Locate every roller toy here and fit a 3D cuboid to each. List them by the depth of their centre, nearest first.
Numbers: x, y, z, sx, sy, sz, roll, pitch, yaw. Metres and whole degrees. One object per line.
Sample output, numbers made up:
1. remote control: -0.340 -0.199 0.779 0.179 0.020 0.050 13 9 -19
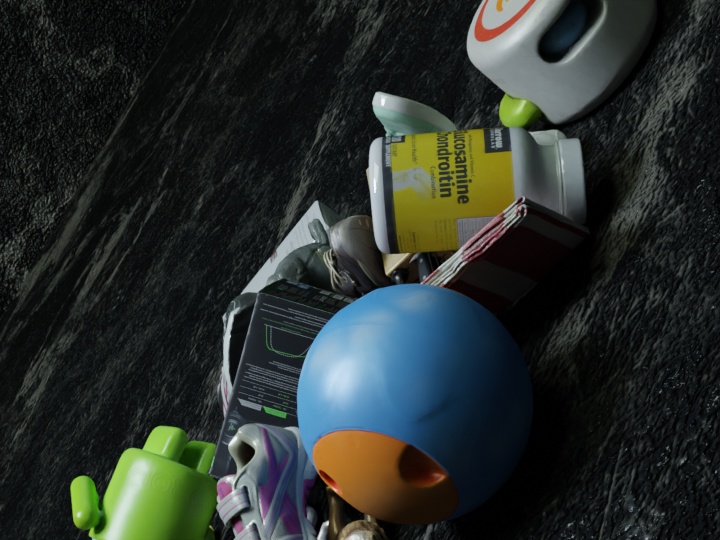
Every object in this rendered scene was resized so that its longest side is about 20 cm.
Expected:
1. roller toy: 0.206 -0.262 1.651 0.182 0.139 0.201 -30 31 48

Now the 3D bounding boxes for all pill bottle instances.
1. pill bottle: 0.110 -0.077 1.490 0.198 0.113 0.112 -4 33 4

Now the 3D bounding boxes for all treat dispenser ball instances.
1. treat dispenser ball: 0.045 0.112 1.326 0.201 0.200 0.201 -45 22 24

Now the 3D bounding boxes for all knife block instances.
1. knife block: 0.056 -0.027 1.578 0.064 0.200 0.175 -41 -6 29

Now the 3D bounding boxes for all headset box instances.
1. headset box: -0.073 0.122 1.585 0.174 0.092 0.202 -39 -35 -83

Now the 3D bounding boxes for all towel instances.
1. towel: 0.110 0.017 1.450 0.200 0.144 0.023 -42 62 19

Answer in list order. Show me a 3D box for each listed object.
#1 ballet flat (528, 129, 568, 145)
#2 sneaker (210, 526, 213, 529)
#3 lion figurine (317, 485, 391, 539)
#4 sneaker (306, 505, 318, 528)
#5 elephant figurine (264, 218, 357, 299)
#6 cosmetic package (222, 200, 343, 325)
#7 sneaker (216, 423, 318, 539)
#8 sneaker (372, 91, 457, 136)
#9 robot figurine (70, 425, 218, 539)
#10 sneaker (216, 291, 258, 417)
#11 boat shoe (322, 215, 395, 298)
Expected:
1. ballet flat: 0.144 -0.115 1.644 0.070 0.069 0.200 -60 22 -16
2. sneaker: -0.227 0.354 1.732 0.074 0.082 0.201 -34 30 41
3. lion figurine: -0.027 0.273 1.446 0.200 0.072 0.123 128 146 -52
4. sneaker: -0.111 0.243 1.652 0.074 0.080 0.200 -61 19 -11
5. elephant figurine: -0.081 0.076 1.799 0.155 0.141 0.201 -34 -18 -48
6. cosmetic package: -0.084 0.022 1.952 0.200 0.074 0.102 -49 20 11
7. sneaker: -0.091 0.224 1.417 0.081 0.088 0.201 -52 28 44
8. sneaker: 0.057 -0.107 1.709 0.073 0.200 0.119 20 79 35
9. robot figurine: -0.219 0.266 1.655 0.115 0.175 0.201 -4 62 61
10. sneaker: -0.128 0.119 1.714 0.086 0.080 0.202 22 118 52
11. boat shoe: 0.000 0.000 1.651 0.073 0.200 0.075 -16 68 14
